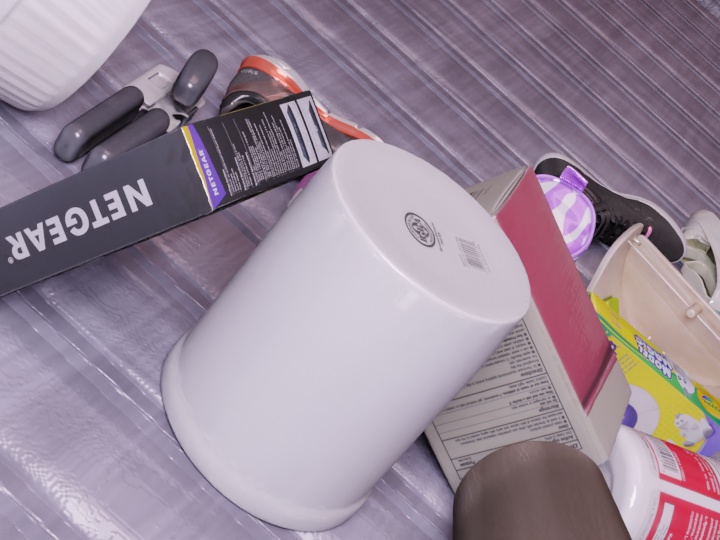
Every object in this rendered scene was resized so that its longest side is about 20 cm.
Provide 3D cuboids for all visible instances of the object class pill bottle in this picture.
[{"bbox_3d":[0.243,0.195,1.079,0.198,0.112,0.113,22,33,-31],"label":"pill bottle"}]

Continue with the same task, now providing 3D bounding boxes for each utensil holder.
[{"bbox_3d":[-0.011,0.040,0.893,0.169,0.200,0.171,29,30,-19],"label":"utensil holder"}]

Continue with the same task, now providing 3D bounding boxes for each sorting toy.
[{"bbox_3d":[0.269,0.078,1.306,0.200,0.107,0.179,49,36,14],"label":"sorting toy"}]

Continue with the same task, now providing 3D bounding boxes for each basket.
[{"bbox_3d":[0.125,0.217,0.890,0.179,0.136,0.201,30,26,-23],"label":"basket"}]

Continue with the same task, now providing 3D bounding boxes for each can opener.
[{"bbox_3d":[-0.169,-0.133,1.083,0.053,0.067,0.200,38,28,-2],"label":"can opener"}]

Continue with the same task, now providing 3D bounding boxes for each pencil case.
[{"bbox_3d":[0.128,-0.003,1.137,0.084,0.200,0.085,44,64,7],"label":"pencil case"}]

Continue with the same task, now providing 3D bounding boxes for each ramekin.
[{"bbox_3d":[-0.222,-0.207,0.999,0.094,0.202,0.203,39,26,-26],"label":"ramekin"}]

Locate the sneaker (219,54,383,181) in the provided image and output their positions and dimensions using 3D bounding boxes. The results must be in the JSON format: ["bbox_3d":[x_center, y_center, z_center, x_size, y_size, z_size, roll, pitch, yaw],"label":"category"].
[{"bbox_3d":[-0.045,-0.099,1.212,0.199,0.077,0.082,38,55,-3],"label":"sneaker"}]

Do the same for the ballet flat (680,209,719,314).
[{"bbox_3d":[0.410,-0.011,1.641,0.069,0.070,0.201,26,32,-25],"label":"ballet flat"}]

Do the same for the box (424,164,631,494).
[{"bbox_3d":[0.099,0.046,1.013,0.202,0.127,0.109,64,30,-14],"label":"box"}]

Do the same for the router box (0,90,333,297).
[{"bbox_3d":[-0.136,-0.047,0.864,0.157,0.198,0.053,-31,100,-61],"label":"router box"}]

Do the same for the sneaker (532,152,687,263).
[{"bbox_3d":[0.272,-0.047,1.512,0.199,0.071,0.100,30,31,-7],"label":"sneaker"}]

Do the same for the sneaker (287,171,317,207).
[{"bbox_3d":[0.000,0.000,1.102,0.088,0.080,0.202,21,39,-41],"label":"sneaker"}]

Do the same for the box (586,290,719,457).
[{"bbox_3d":[0.198,0.103,1.125,0.199,0.117,0.049,39,27,-19],"label":"box"}]
